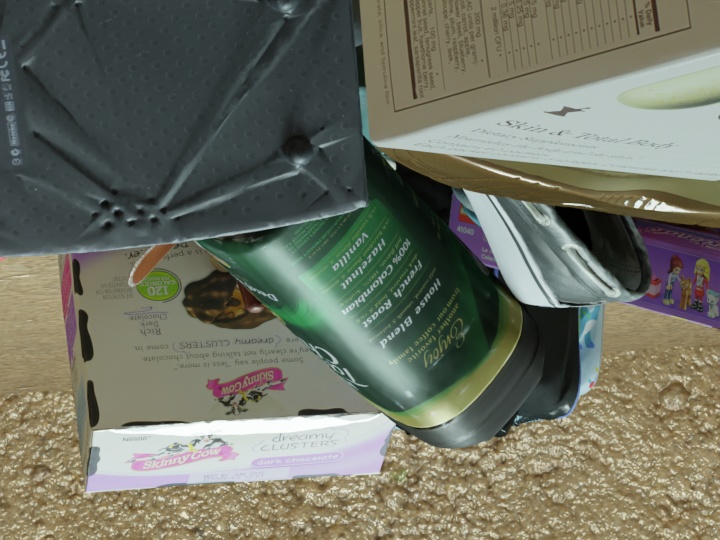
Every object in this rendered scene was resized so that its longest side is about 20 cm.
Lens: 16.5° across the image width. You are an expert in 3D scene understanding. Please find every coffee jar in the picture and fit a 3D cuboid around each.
[{"bbox_3d":[0.000,0.000,1.144,0.200,0.085,0.104,44,174,-41],"label":"coffee jar"}]

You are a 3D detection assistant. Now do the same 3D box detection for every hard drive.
[{"bbox_3d":[-0.101,-0.076,0.978,0.200,0.135,0.042,-6,-154,-2],"label":"hard drive"}]

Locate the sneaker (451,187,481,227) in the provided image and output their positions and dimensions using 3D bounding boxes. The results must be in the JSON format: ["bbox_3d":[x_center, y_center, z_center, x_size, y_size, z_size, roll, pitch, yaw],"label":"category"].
[{"bbox_3d":[0.106,-0.077,1.183,0.200,0.096,0.079,-15,-150,51],"label":"sneaker"}]

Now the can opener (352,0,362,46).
[{"bbox_3d":[-0.067,-0.101,1.068,0.066,0.053,0.200,3,169,-42],"label":"can opener"}]

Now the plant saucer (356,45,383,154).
[{"bbox_3d":[-0.021,-0.089,1.259,0.200,0.036,0.200,-5,173,-1],"label":"plant saucer"}]

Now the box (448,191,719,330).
[{"bbox_3d":[0.163,-0.010,1.273,0.200,0.039,0.137,16,-165,39],"label":"box"}]

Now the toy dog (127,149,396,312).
[{"bbox_3d":[-0.059,-0.019,1.257,0.132,0.096,0.200,-6,173,14],"label":"toy dog"}]

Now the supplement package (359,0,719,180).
[{"bbox_3d":[0.117,-0.117,0.661,0.152,0.151,0.200,3,170,-42],"label":"supplement package"}]

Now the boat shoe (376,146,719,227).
[{"bbox_3d":[0.098,-0.063,1.035,0.200,0.072,0.072,8,177,-24],"label":"boat shoe"}]

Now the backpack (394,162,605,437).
[{"bbox_3d":[0.047,0.011,1.509,0.200,0.183,0.147,-4,174,43],"label":"backpack"}]

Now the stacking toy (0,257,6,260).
[{"bbox_3d":[-0.157,-0.047,1.124,0.110,0.116,0.200,-37,166,11],"label":"stacking toy"}]

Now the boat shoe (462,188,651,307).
[{"bbox_3d":[0.076,-0.056,1.101,0.068,0.074,0.199,3,134,36],"label":"boat shoe"}]

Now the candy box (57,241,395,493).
[{"bbox_3d":[-0.079,0.017,1.379,0.168,0.200,0.072,-2,146,-13],"label":"candy box"}]
